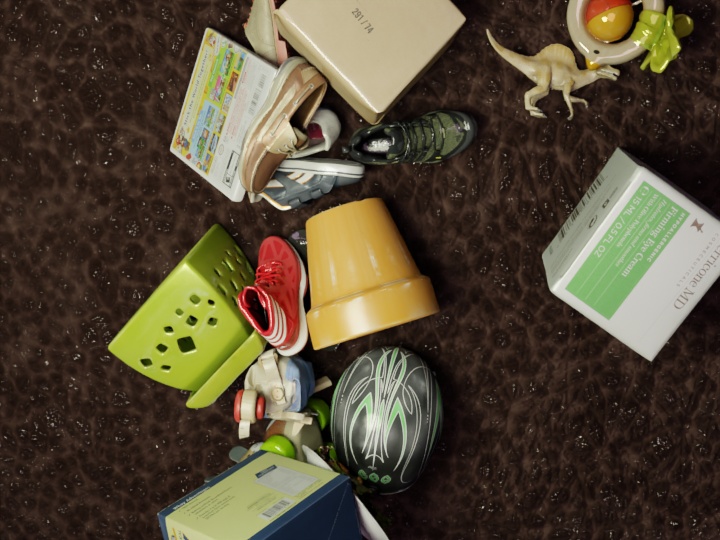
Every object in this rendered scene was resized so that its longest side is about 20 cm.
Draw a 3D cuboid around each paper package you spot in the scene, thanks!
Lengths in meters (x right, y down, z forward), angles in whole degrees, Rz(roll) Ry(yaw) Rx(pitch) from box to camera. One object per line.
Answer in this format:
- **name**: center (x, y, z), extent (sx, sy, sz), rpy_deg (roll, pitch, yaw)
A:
- **paper package**: center (0.013, -0.341, 1.145), extent (0.200, 0.103, 0.191), rpy_deg (44, 88, -2)

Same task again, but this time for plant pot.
- **plant pot**: center (-0.242, 0.078, 1.296), extent (0.181, 0.200, 0.200), rpy_deg (42, 108, -9)
- **plant pot**: center (0.000, 0.000, 1.233), extent (0.196, 0.200, 0.188), rpy_deg (-18, 85, 16)

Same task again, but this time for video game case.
- **video game case**: center (-0.205, -0.236, 1.242), extent (0.181, 0.023, 0.204), rpy_deg (36, 113, 35)

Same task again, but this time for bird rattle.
- **bird rattle**: center (0.352, -0.355, 1.097), extent (0.160, 0.113, 0.204), rpy_deg (-20, 98, 22)

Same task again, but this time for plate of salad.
- **plate of salad**: center (-0.014, 0.331, 1.229), extent (0.048, 0.200, 0.201), rpy_deg (-39, 95, -16)

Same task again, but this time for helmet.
- **helmet**: center (0.041, 0.223, 1.284), extent (0.195, 0.201, 0.195), rpy_deg (11, 124, 8)

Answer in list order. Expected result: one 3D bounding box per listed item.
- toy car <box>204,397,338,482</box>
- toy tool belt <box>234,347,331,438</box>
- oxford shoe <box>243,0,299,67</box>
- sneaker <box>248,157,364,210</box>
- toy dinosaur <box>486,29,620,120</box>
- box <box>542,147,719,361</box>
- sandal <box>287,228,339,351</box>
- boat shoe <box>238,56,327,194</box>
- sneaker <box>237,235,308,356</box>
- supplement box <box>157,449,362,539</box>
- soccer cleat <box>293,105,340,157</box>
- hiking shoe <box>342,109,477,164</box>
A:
- **toy car**: center (-0.156, 0.311, 1.365), extent (0.195, 0.164, 0.162), rpy_deg (-8, 104, 26)
- **toy tool belt**: center (-0.111, 0.184, 1.245), extent (0.119, 0.200, 0.129), rpy_deg (4, 98, 4)
- **oxford shoe**: center (-0.144, -0.376, 1.214), extent (0.073, 0.070, 0.206), rpy_deg (-5, 103, 18)
- **sneaker**: center (-0.085, -0.133, 1.263), extent (0.195, 0.078, 0.082), rpy_deg (6, 102, 22)
- **toy dinosaur**: center (0.261, -0.273, 1.174), extent (0.195, 0.058, 0.104), rpy_deg (13, 93, 0)
- **box**: center (0.374, -0.029, 1.130), extent (0.169, 0.200, 0.201), rpy_deg (33, 108, -1)
- **sandal**: center (-0.079, 0.037, 1.323), extent (0.073, 0.045, 0.205), rpy_deg (-10, 103, 14)
- **boat shoe**: center (-0.109, -0.195, 1.160), extent (0.071, 0.075, 0.203), rpy_deg (32, 107, 20)
- **sneaker**: center (-0.133, 0.016, 1.236), extent (0.077, 0.116, 0.204), rpy_deg (-25, 58, 13)
- **supplement box**: center (-0.134, 0.368, 1.137), extent (0.197, 0.198, 0.138), rpy_deg (3, 110, 44)
- **soccer cleat**: center (-0.127, -0.204, 1.239), extent (0.194, 0.087, 0.071), rpy_deg (-5, 127, 13)
- **hiking shoe**: center (0.073, -0.184, 1.202), extent (0.195, 0.101, 0.078), rpy_deg (-10, 104, 14)
